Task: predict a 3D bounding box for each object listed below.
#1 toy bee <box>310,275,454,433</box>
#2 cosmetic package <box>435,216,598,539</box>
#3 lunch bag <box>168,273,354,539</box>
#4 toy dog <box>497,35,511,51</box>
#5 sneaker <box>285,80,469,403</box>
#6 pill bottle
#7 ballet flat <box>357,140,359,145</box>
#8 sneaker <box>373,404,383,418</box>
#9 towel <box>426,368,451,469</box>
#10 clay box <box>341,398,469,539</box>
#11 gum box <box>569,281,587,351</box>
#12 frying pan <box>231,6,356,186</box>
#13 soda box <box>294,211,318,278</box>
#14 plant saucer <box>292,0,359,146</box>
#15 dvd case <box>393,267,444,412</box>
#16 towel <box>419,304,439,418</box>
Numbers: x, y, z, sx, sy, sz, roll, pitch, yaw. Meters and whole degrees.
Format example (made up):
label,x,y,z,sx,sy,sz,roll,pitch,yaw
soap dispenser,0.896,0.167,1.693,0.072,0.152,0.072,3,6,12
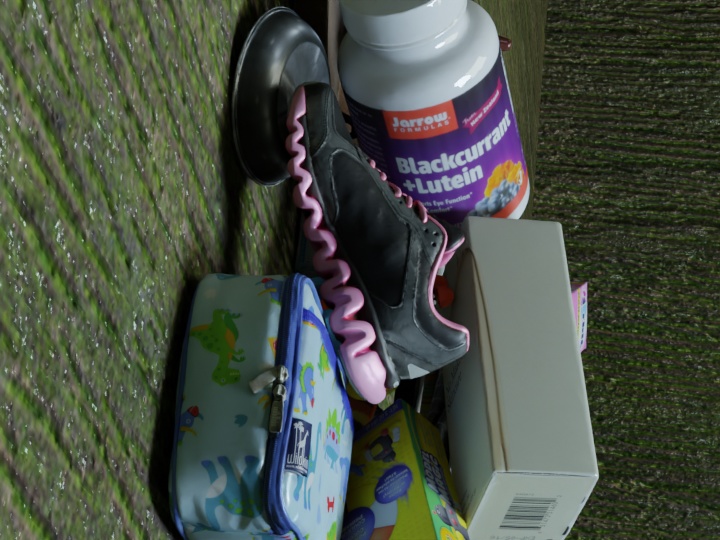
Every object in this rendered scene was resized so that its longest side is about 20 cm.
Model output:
label,x,y,z,sx,sy,sz,roll,pitch,yaw
toy bee,0.007,0.038,1.108,0.201,0.108,0.131,105,-16,-45
cosmetic package,0.100,0.074,1.089,0.104,0.073,0.201,106,-16,-51
lunch bag,-0.054,0.100,0.969,0.200,0.082,0.162,77,16,-59
toy dog,0.063,-0.191,1.341,0.200,0.096,0.133,-104,-153,-67
sneaker,0.013,-0.025,0.999,0.079,0.095,0.201,36,38,-85
pill bottle,0.047,-0.118,1.116,0.112,0.111,0.201,-78,157,-44
ballet flat,0.016,-0.135,1.206,0.064,0.075,0.201,-122,-156,-47
sneaker,-0.003,0.123,1.243,0.201,0.080,0.074,-77,166,-45
towel,0.096,0.107,1.242,0.166,0.085,0.201,95,7,-49
clay box,0.012,0.185,1.040,0.048,0.115,0.200,42,18,-28
gum box,0.097,0.043,1.477,0.113,0.199,0.067,-23,116,-70
frying pan,-0.037,-0.094,1.080,0.190,0.031,0.115,55,49,-56
soda box,0.000,0.000,1.287,0.200,0.063,0.069,60,34,-70
plant saucer,-0.020,-0.175,1.225,0.200,0.034,0.202,2,90,-79
dvd case,0.044,0.082,1.332,0.143,0.017,0.201,-71,169,-57
towel,0.043,0.130,1.247,0.086,0.018,0.201,-43,142,-77
